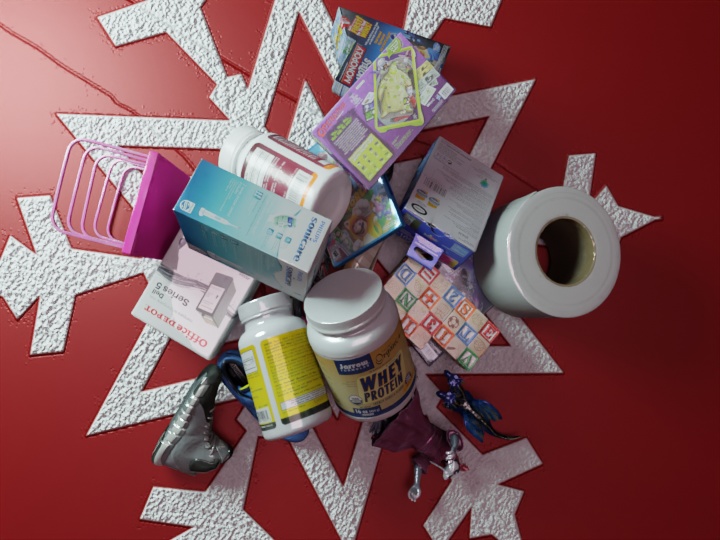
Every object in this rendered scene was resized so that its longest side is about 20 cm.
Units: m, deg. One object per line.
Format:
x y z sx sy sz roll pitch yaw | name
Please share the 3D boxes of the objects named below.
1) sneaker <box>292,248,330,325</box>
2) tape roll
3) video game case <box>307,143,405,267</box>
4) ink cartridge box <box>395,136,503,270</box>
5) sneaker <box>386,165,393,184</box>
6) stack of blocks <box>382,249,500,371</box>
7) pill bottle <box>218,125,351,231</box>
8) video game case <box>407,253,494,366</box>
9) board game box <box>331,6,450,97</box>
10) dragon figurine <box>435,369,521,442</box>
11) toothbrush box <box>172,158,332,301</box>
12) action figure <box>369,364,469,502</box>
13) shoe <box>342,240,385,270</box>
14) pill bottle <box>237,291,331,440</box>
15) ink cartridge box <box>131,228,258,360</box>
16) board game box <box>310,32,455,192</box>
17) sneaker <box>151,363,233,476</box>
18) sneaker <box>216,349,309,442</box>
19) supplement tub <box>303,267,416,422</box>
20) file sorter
-0.080 0.001 0.937 0.078 0.075 0.206 -7 89 -6 | sneaker
0.303 -0.024 0.936 0.197 0.139 0.209 1 86 -11 | tape roll
-0.021 -0.128 0.910 0.141 0.018 0.204 -29 73 29 | video game case
0.136 -0.099 0.922 0.134 0.077 0.203 30 59 -5 | ink cartridge box
0.026 -0.239 0.943 0.065 0.090 0.206 -8 90 -7 | sneaker
0.121 0.076 0.947 0.199 0.059 0.116 42 85 -4 | stack of blocks
-0.120 -0.143 0.885 0.198 0.114 0.116 31 86 22 | pill bottle
0.148 0.045 0.989 0.199 0.019 0.144 -41 94 -6 | video game case
0.028 -0.328 0.917 0.196 0.062 0.203 26 58 -4 | board game box
0.196 0.245 0.951 0.200 0.099 0.059 43 86 -4 | dragon figurine
-0.148 -0.050 0.801 0.196 0.147 0.087 25 70 1 | toothbrush box
0.105 0.283 0.959 0.199 0.150 0.133 39 120 -21 | action figure
0.000 0.000 0.947 0.052 0.070 0.205 20 85 3 | shoe
-0.121 0.143 0.865 0.110 0.113 0.205 -17 83 -6 | pill bottle
-0.249 0.019 0.913 0.143 0.084 0.203 30 86 -5 | ink cartridge box
0.034 -0.232 0.830 0.120 0.032 0.201 43 85 -8 | board game box
-0.244 0.251 0.914 0.114 0.075 0.202 31 107 -13 | sneaker
-0.162 0.213 0.925 0.066 0.078 0.200 -44 95 -7 | sneaker
0.000 0.114 0.864 0.142 0.145 0.203 -23 124 -6 | supplement tub
-0.350 -0.102 0.849 0.122 0.200 0.143 15 88 -3 | file sorter
